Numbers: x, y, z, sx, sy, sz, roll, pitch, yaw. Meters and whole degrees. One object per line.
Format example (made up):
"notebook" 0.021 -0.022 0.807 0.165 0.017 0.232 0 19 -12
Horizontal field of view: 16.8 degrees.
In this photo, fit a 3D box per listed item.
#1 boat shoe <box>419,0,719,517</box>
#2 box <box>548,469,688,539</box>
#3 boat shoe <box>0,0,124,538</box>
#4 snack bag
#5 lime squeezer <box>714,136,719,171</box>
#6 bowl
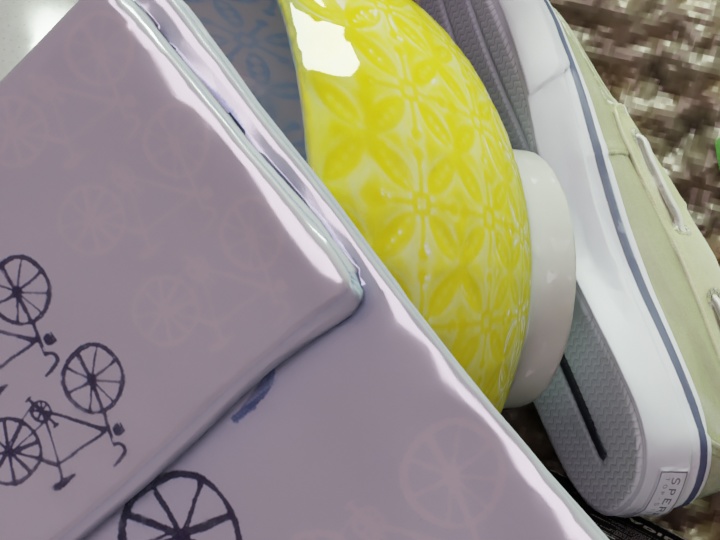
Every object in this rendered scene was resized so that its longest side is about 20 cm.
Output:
"boat shoe" 0.073 -0.013 0.783 0.062 0.072 0.201 -5 65 -31
"box" 0.116 0.129 0.692 0.199 0.160 0.049 27 101 12
"boat shoe" -0.086 -0.020 0.684 0.074 0.086 0.203 -3 78 -10
"snack bag" -0.060 0.056 0.631 0.188 0.021 0.200 -41 86 21
"lime squeezer" 0.142 0.050 0.755 0.038 0.071 0.200 -19 50 -3
"bowl" 0.000 0.000 0.728 0.107 0.200 0.201 2 78 -21
